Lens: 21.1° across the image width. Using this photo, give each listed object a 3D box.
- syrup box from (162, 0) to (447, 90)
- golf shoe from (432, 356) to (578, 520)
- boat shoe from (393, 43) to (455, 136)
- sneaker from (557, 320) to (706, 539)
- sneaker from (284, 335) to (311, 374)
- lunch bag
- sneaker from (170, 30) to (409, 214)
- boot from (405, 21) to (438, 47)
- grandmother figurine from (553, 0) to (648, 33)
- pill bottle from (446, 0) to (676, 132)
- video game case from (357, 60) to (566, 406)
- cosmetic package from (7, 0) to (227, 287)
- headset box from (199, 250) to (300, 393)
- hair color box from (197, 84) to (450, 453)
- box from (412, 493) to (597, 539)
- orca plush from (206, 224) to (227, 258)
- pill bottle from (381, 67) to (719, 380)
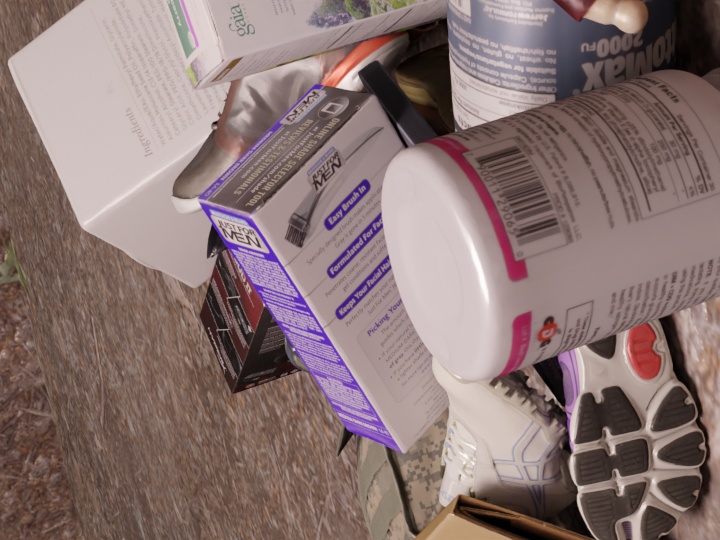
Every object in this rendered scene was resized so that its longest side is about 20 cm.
[{"bbox_3d":[-0.017,-0.179,1.172,0.079,0.199,0.081,71,161,2],"label":"syrup box"},{"bbox_3d":[0.082,0.110,1.188,0.078,0.097,0.200,50,-177,41],"label":"golf shoe"},{"bbox_3d":[0.080,-0.086,1.195,0.200,0.072,0.068,-131,21,-65],"label":"boat shoe"},{"bbox_3d":[0.152,0.062,1.144,0.083,0.080,0.202,-124,26,-84],"label":"sneaker"},{"bbox_3d":[-0.023,0.022,1.259,0.200,0.081,0.074,55,-165,-26],"label":"sneaker"},{"bbox_3d":[0.046,0.117,1.396,0.164,0.117,0.201,105,150,-64],"label":"lunch bag"},{"bbox_3d":[-0.060,-0.117,1.277,0.082,0.200,0.077,51,-161,-1],"label":"sneaker"},{"bbox_3d":[-0.010,-0.237,1.309,0.201,0.073,0.155,64,163,-8],"label":"boot"},{"bbox_3d":[0.109,-0.167,0.878,0.199,0.061,0.122,-1,103,24],"label":"grandmother figurine"},{"bbox_3d":[0.107,-0.108,1.015,0.120,0.119,0.201,-133,31,-52],"label":"pill bottle"},{"bbox_3d":[0.068,-0.022,1.192,0.200,0.019,0.143,60,178,-40],"label":"video game case"},{"bbox_3d":[-0.116,-0.123,1.422,0.165,0.199,0.166,34,-155,-60],"label":"cosmetic package"},{"bbox_3d":[-0.031,0.004,1.456,0.078,0.148,0.200,65,159,17],"label":"headset box"},{"bbox_3d":[0.000,0.000,1.169,0.065,0.109,0.201,17,146,49],"label":"hair color box"},{"bbox_3d":[0.110,0.203,1.253,0.200,0.162,0.021,120,168,-66],"label":"box"},{"bbox_3d":[-0.010,-0.031,1.318,0.199,0.106,0.071,23,156,14],"label":"orca plush"},{"bbox_3d":[0.120,-0.030,0.918,0.113,0.199,0.114,163,90,-71],"label":"pill bottle"}]
